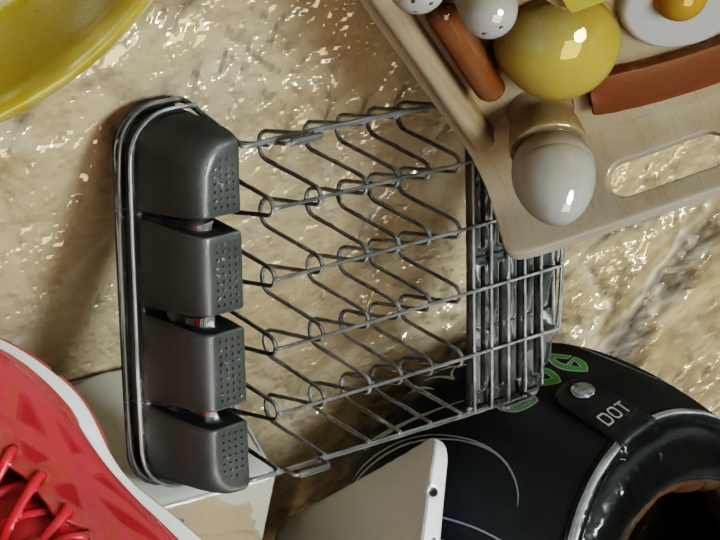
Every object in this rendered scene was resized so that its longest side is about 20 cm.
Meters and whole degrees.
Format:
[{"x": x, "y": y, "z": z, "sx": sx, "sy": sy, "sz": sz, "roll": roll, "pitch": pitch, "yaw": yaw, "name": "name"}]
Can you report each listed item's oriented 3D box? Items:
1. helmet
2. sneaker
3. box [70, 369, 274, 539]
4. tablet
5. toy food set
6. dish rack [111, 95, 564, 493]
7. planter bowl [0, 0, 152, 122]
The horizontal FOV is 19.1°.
[{"x": 0.083, "y": 0.132, "z": 0.986, "sx": 0.199, "sy": 0.190, "sz": 0.201, "roll": -2, "pitch": 92, "yaw": -38, "name": "helmet"}, {"x": -0.117, "y": 0.088, "z": 0.764, "sx": 0.200, "sy": 0.116, "sz": 0.078, "roll": 37, "pitch": 91, "yaw": -7, "name": "sneaker"}, {"x": -0.105, "y": 0.139, "z": 0.930, "sx": 0.095, "sy": 0.078, "sz": 0.201, "roll": -13, "pitch": 137, "yaw": -26, "name": "box"}, {"x": -0.010, "y": 0.154, "z": 0.925, "sx": 0.014, "sy": 0.131, "sz": 0.200, "roll": 13, "pitch": 159, "yaw": -18, "name": "tablet"}, {"x": 0.082, "y": -0.079, "z": 0.749, "sx": 0.143, "sy": 0.061, "sz": 0.200, "roll": -19, "pitch": 146, "yaw": 16, "name": "toy food set"}, {"x": 0.000, "y": 0.000, "z": 0.854, "sx": 0.199, "sy": 0.054, "sz": 0.154, "roll": -14, "pitch": 112, "yaw": -37, "name": "dish rack"}, {"x": -0.146, "y": -0.133, "z": 0.598, "sx": 0.200, "sy": 0.084, "sz": 0.201, "roll": -15, "pitch": 137, "yaw": -14, "name": "planter bowl"}]
